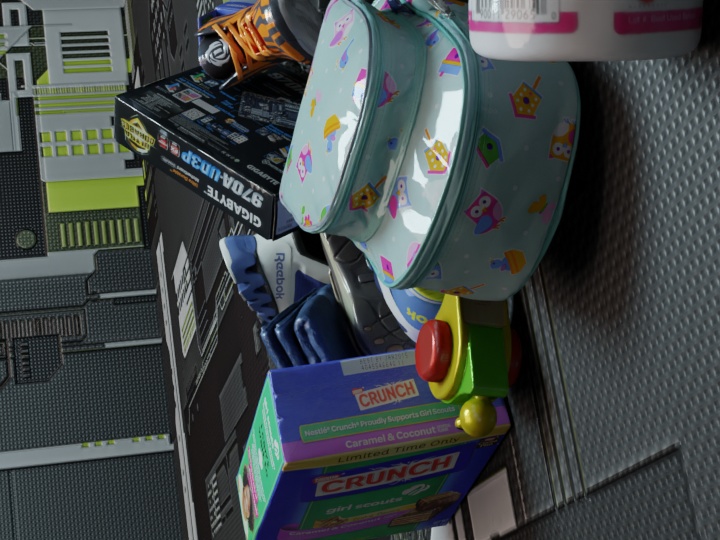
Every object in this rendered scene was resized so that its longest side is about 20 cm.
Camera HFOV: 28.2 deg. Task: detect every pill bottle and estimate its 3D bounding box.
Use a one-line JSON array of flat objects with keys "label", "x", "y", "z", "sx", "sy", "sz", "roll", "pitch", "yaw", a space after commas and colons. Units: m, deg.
[{"label": "pill bottle", "x": 0.106, "y": -0.203, "z": 0.673, "sx": 0.113, "sy": 0.112, "sz": 0.203, "roll": -142, "pitch": 49, "yaw": -71}]

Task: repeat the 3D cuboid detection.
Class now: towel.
[{"label": "towel", "x": -0.026, "y": 0.074, "z": 1.223, "sx": 0.113, "sy": 0.048, "sz": 0.200, "roll": 62, "pitch": -170, "yaw": -2}]

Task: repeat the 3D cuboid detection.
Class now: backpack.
[{"label": "backpack", "x": 0.042, "y": -0.076, "z": 0.880, "sx": 0.200, "sy": 0.152, "sz": 0.178, "roll": 41, "pitch": 117, "yaw": 57}]

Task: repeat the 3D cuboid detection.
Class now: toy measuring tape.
[{"label": "toy measuring tape", "x": 0.070, "y": 0.024, "z": 0.986, "sx": 0.074, "sy": 0.073, "sz": 0.202, "roll": 110, "pitch": 160, "yaw": -58}]

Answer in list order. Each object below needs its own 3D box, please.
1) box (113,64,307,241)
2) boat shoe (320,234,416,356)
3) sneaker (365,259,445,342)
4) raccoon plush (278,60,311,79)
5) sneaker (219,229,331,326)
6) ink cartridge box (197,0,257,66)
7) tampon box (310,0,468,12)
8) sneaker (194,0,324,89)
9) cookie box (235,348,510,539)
[{"label": "box", "x": -0.085, "y": -0.111, "z": 1.197, "sx": 0.199, "sy": 0.158, "sz": 0.046, "roll": 31, "pitch": 131, "yaw": 31}, {"label": "boat shoe", "x": 0.000, "y": 0.000, "z": 1.227, "sx": 0.074, "sy": 0.074, "sz": 0.202, "roll": 111, "pitch": 152, "yaw": -58}, {"label": "sneaker", "x": 0.033, "y": -0.028, "z": 1.094, "sx": 0.083, "sy": 0.073, "sz": 0.201, "roll": 95, "pitch": 166, "yaw": -46}, {"label": "raccoon plush", "x": -0.036, "y": -0.197, "z": 1.366, "sx": 0.135, "sy": 0.096, "sz": 0.201, "roll": 82, "pitch": -156, "yaw": -50}, {"label": "sneaker", "x": -0.047, "y": 0.021, "z": 1.412, "sx": 0.081, "sy": 0.114, "sz": 0.200, "roll": -107, "pitch": -10, "yaw": -45}, {"label": "ink cartridge box", "x": -0.094, "y": -0.208, "z": 1.384, "sx": 0.200, "sy": 0.042, "sz": 0.121, "roll": -42, "pitch": -43, "yaw": -57}, {"label": "tampon box", "x": 0.006, "y": -0.285, "z": 1.009, "sx": 0.200, "sy": 0.125, "sz": 0.152, "roll": -121, "pitch": 29, "yaw": -59}, {"label": "sneaker", "x": -0.081, "y": -0.184, "z": 1.164, "sx": 0.200, "sy": 0.111, "sz": 0.078, "roll": -57, "pitch": -55, "yaw": -82}, {"label": "cookie box", "x": 0.003, "y": 0.137, "z": 1.068, "sx": 0.201, "sy": 0.169, "sz": 0.076, "roll": 109, "pitch": 150, "yaw": -58}]
